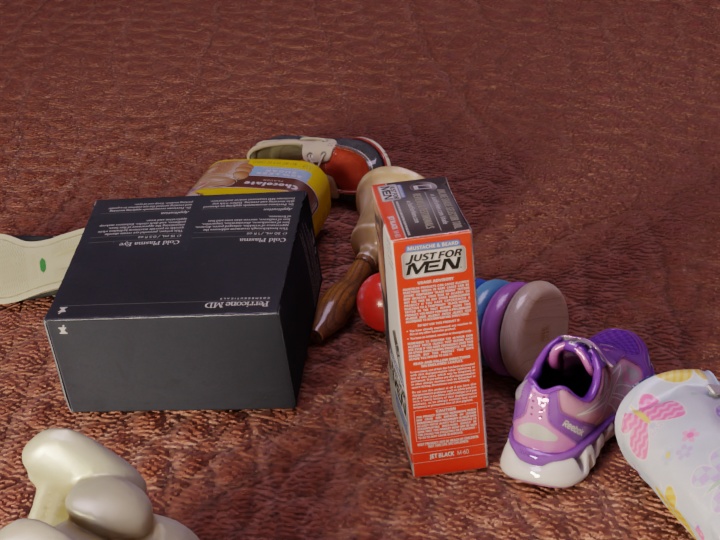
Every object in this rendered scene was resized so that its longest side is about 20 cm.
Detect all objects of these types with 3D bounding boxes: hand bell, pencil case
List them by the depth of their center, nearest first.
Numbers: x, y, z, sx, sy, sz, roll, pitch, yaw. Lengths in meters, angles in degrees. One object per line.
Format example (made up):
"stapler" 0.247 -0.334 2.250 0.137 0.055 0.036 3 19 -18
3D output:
"pencil case" 0.253 0.144 1.009 0.091 0.083 0.200 -30 29 -2
"hand bell" 0.000 0.000 1.386 0.104 0.104 0.200 9 41 27

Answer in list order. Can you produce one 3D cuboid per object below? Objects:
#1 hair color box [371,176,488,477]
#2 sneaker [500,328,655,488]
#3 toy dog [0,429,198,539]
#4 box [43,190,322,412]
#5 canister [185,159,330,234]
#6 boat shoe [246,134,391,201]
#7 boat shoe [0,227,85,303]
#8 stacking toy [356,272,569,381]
"hair color box" 0.052 0.042 1.123 0.064 0.200 0.111 -7 25 -5
"sneaker" 0.174 0.085 1.144 0.080 0.089 0.200 9 27 30
"toy dog" -0.167 0.225 0.871 0.194 0.140 0.200 31 22 -10
"box" -0.146 0.025 1.273 0.200 0.104 0.182 -2 35 9
"canister" -0.118 -0.041 1.464 0.148 0.087 0.200 1 24 12
"boat shoe" -0.045 -0.115 1.615 0.063 0.071 0.200 -6 14 -39
"boat shoe" -0.318 0.000 1.458 0.200 0.072 0.068 -5 -12 15
"stacking toy" 0.076 0.039 1.278 0.200 0.085 0.085 10 28 39
